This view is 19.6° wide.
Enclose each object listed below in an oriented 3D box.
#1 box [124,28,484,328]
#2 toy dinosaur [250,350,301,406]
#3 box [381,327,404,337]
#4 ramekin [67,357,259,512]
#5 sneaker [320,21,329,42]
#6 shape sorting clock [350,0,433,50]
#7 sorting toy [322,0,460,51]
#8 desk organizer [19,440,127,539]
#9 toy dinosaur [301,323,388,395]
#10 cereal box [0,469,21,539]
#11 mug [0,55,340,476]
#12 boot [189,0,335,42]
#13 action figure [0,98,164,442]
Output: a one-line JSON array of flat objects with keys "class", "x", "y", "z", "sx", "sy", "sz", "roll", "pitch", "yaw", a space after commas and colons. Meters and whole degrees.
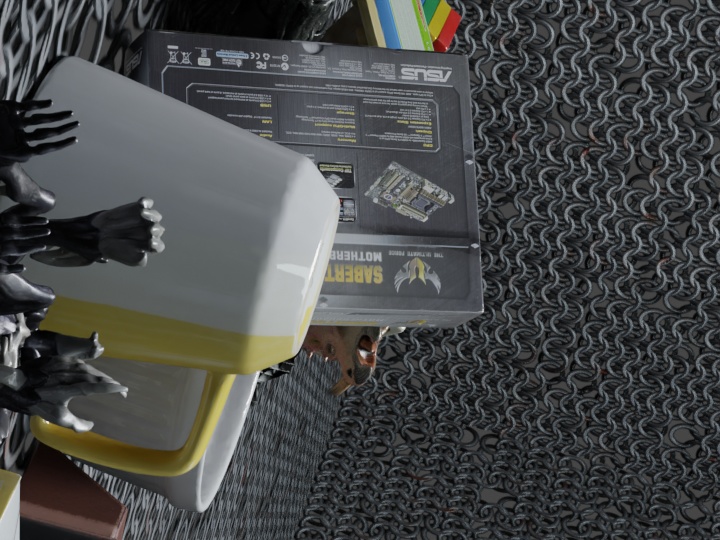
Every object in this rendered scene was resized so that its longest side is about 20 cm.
[{"class": "box", "x": -0.032, "y": -0.050, "z": 1.189, "sx": 0.048, "sy": 0.200, "sz": 0.159, "roll": 150, "pitch": -61, "yaw": -66}, {"class": "toy dinosaur", "x": -0.105, "y": 0.021, "z": 1.465, "sx": 0.136, "sy": 0.102, "sz": 0.200, "roll": 50, "pitch": -33, "yaw": 40}, {"class": "box", "x": -0.044, "y": -0.039, "z": 1.386, "sx": 0.068, "sy": 0.200, "sz": 0.082, "roll": -14, "pitch": -135, "yaw": 43}, {"class": "ramekin", "x": -0.119, "y": 0.040, "z": 1.281, "sx": 0.200, "sy": 0.105, "sz": 0.200, "roll": 15, "pitch": 90, "yaw": -86}, {"class": "sneaker", "x": -0.076, "y": -0.132, "z": 1.462, "sx": 0.112, "sy": 0.073, "sz": 0.200, "roll": -67, "pitch": 172, "yaw": 13}, {"class": "shape sorting clock", "x": 0.022, "y": -0.141, "z": 1.415, "sx": 0.200, "sy": 0.039, "sz": 0.200, "roll": -16, "pitch": 90, "yaw": -77}, {"class": "sorting toy", "x": -0.013, "y": -0.139, "z": 1.646, "sx": 0.199, "sy": 0.070, "sz": 0.200, "roll": -40, "pitch": -167, "yaw": 27}, {"class": "desk organizer", "x": -0.183, "y": 0.205, "z": 1.268, "sx": 0.077, "sy": 0.072, "sz": 0.200, "roll": -73, "pitch": 177, "yaw": -56}, {"class": "toy dinosaur", "x": 0.000, "y": 0.000, "z": 1.310, "sx": 0.200, "sy": 0.086, "sz": 0.136, "roll": -19, "pitch": 125, "yaw": -76}, {"class": "cereal box", "x": -0.214, "y": 0.211, "z": 1.071, "sx": 0.200, "sy": 0.039, "sz": 0.144, "roll": 101, "pitch": 6, "yaw": -49}, {"class": "mug", "x": -0.097, "y": -0.005, "z": 1.067, "sx": 0.187, "sy": 0.153, "sz": 0.150, "roll": 102, "pitch": 5, "yaw": -47}, {"class": "boot", "x": -0.055, "y": -0.221, "z": 1.305, "sx": 0.158, "sy": 0.079, "sz": 0.211, "roll": 121, "pitch": -29, "yaw": -53}, {"class": "action figure", "x": -0.141, "y": 0.015, "z": 0.910, "sx": 0.200, "sy": 0.102, "sz": 0.119, "roll": 94, "pitch": 0, "yaw": -64}]
